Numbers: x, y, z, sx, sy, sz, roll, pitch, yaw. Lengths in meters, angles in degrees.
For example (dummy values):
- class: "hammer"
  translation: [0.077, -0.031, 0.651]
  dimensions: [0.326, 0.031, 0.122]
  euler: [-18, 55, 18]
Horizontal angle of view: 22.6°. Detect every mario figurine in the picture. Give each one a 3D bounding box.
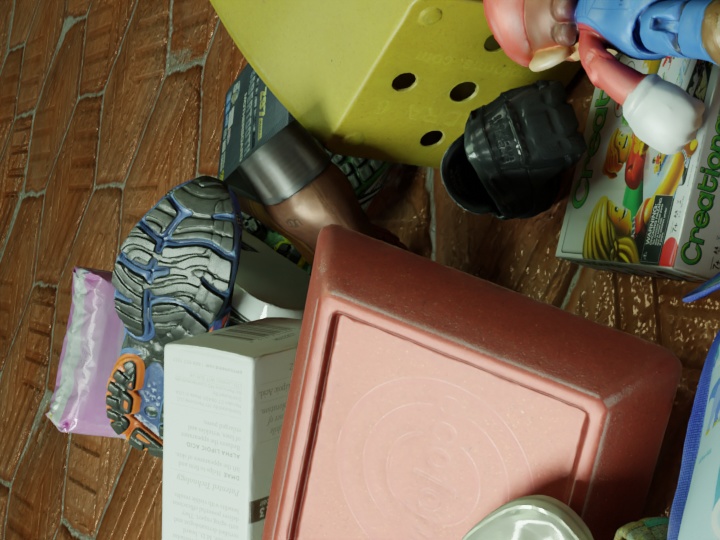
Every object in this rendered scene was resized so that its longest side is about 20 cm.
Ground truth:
- class: "mario figurine"
  translation: [0.149, -0.135, 0.907]
  dimensions: [0.123, 0.106, 0.200]
  euler: [-43, 27, -19]

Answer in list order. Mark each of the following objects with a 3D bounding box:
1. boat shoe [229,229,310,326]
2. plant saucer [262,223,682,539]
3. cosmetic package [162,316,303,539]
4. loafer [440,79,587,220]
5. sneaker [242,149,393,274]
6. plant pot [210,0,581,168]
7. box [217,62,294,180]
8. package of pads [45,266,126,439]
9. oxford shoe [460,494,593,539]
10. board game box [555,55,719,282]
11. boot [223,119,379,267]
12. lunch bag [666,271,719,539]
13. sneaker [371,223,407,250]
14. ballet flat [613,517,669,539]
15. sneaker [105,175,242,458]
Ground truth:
- class: "boat shoe"
  translation: [-0.082, 0.018, 1.230]
  dimensions: [0.200, 0.070, 0.064]
  euler: [-140, 62, -65]
- class: "plant saucer"
  translation: [0.042, 0.102, 0.905]
  dimensions: [0.037, 0.199, 0.201]
  euler: [-33, -41, -58]
- class: "cosmetic package"
  translation: [-0.062, 0.136, 1.074]
  dimensions: [0.074, 0.101, 0.202]
  euler: [7, 103, 35]
- class: "loafer"
  translation: [0.079, -0.064, 1.031]
  dimensions: [0.201, 0.070, 0.069]
  euler: [103, 148, -84]
- class: "sneaker"
  translation: [-0.025, -0.062, 1.333]
  dimensions: [0.078, 0.085, 0.200]
  euler: [44, 102, 20]
- class: "plant pot"
  translation: [0.041, -0.175, 1.124]
  dimensions: [0.200, 0.199, 0.177]
  euler: [-56, 40, 40]
- class: "box"
  translation: [-0.072, -0.103, 1.520]
  dimensions: [0.158, 0.051, 0.201]
  euler: [-41, 39, 53]
- class: "package of pads"
  translation: [-0.130, 0.073, 1.352]
  dimensions: [0.076, 0.199, 0.121]
  euler: [15, 94, 63]
- class: "oxford shoe"
  translation: [0.048, 0.191, 0.876]
  dimensions: [0.200, 0.075, 0.058]
  euler: [-55, -12, 28]
- class: "board game box"
  translation: [0.168, -0.097, 0.951]
  dimensions: [0.126, 0.034, 0.202]
  euler: [-173, 97, -69]
- class: "boot"
  translation: [0.000, 0.000, 1.145]
  dimensions: [0.068, 0.200, 0.188]
  euler: [-39, 4, -14]
- class: "lunch bag"
  translation: [0.209, 0.020, 0.672]
  dimensions: [0.170, 0.127, 0.201]
  euler: [-40, 28, 59]
- class: "sneaker"
  translation: [-0.011, 0.061, 1.232]
  dimensions: [0.082, 0.077, 0.201]
  euler: [147, 134, -61]
- class: "ballet flat"
  translation: [0.117, 0.209, 0.837]
  dimensions: [0.071, 0.070, 0.201]
  euler: [-155, 80, -68]
- class: "sneaker"
  translation: [-0.113, 0.020, 1.124]
  dimensions: [0.079, 0.075, 0.201]
  euler: [-61, -7, -53]
